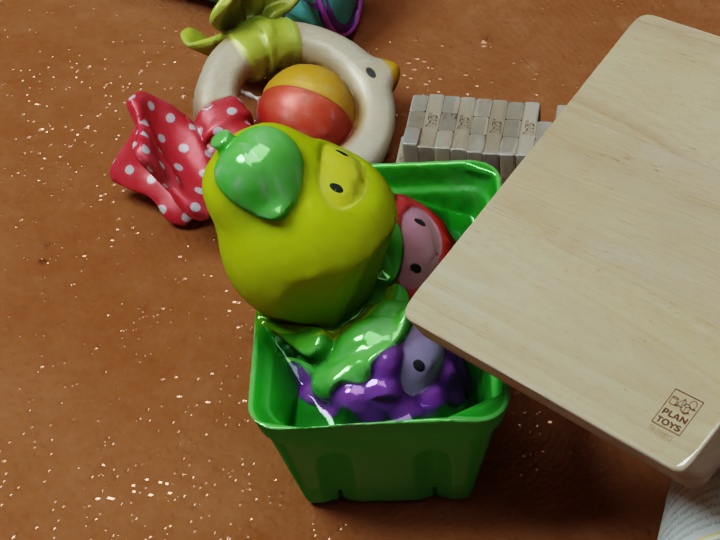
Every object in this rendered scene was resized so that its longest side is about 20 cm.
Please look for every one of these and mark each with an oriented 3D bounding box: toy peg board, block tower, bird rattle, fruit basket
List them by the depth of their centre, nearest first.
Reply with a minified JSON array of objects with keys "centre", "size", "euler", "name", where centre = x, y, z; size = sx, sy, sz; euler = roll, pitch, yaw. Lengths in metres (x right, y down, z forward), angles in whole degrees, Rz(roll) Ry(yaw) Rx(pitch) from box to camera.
[{"centre":[0.163,0.003,0.939],"size":[0.199,0.098,0.200],"euler":[-51,40,-8],"name":"toy peg board"},{"centre":[0.000,0.000,1.048],"size":[0.155,0.216,0.216],"euler":[-2,44,3],"name":"fruit basket"},{"centre":[0.119,-0.067,1.210],"size":[0.200,0.058,0.054],"euler":[4,44,10],"name":"block tower"},{"centre":[-0.059,-0.106,1.241],"size":[0.163,0.113,0.200],"euler":[18,49,0],"name":"bird rattle"}]

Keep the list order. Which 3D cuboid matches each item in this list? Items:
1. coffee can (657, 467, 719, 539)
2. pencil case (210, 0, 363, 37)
[{"centre":[0.221,0.111,0.950],"size":[0.146,0.147,0.200],"euler":[9,45,14],"name":"coffee can"},{"centre":[-0.088,-0.227,1.369],"size":[0.200,0.092,0.085],"euler":[19,67,25],"name":"pencil case"}]
